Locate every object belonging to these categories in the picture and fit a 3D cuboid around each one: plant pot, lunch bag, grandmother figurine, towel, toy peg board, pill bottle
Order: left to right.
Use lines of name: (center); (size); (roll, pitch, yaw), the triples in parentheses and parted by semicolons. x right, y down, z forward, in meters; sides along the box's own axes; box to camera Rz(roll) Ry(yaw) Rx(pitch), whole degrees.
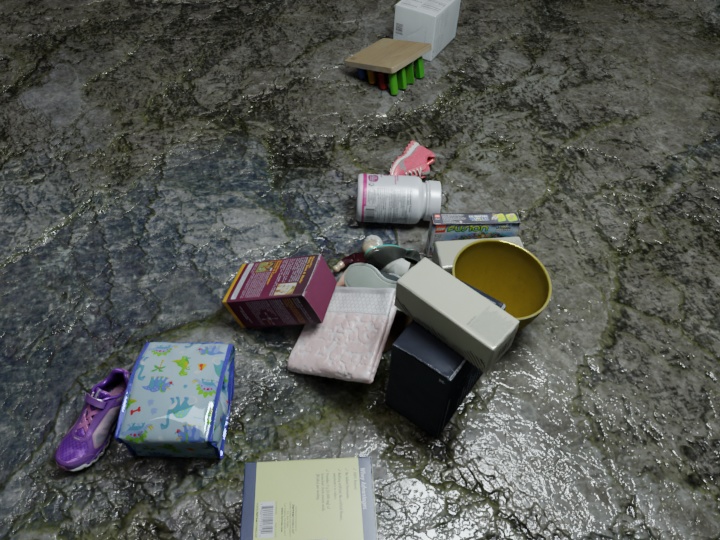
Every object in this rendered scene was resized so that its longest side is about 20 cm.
lunch bag: (-0.317, 0.221, 1.059); (0.167, 0.128, 0.202); (2, 58, -1)
towel: (-0.033, 0.116, 1.150); (0.198, 0.032, 0.193); (1, 59, 37)
grandmother figurine: (0.000, 0.000, 1.316); (0.120, 0.061, 0.201); (24, 54, 6)
toy peg board: (0.090, -0.635, 1.866); (0.198, 0.099, 0.200); (23, 49, 37)
pill bottle: (0.089, -0.170, 1.431); (0.197, 0.114, 0.114); (3, 48, -2)
plant pot: (0.269, 0.059, 1.218); (0.197, 0.143, 0.202); (4, 50, -4)

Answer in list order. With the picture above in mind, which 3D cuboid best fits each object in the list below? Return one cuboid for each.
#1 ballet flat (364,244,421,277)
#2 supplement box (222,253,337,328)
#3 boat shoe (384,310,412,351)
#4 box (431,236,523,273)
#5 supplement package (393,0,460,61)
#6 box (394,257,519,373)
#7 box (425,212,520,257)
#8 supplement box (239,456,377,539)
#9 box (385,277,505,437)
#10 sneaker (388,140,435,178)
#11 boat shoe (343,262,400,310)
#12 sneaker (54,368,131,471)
ballet flat: (0.084, -0.015, 1.275); (0.199, 0.068, 0.069); (-1, 55, -56)
supplement box: (-0.160, 0.044, 1.199); (0.198, 0.086, 0.111); (-6, 44, 28)
boat shoe: (0.059, 0.094, 1.236); (0.071, 0.073, 0.200); (19, 51, 36)
box: (0.264, -0.019, 1.328); (0.197, 0.069, 0.083); (-3, 49, -5)
supplement package: (0.220, -0.828, 1.985); (0.149, 0.153, 0.200); (25, 52, 19)
box: (0.154, 0.071, 0.987); (0.199, 0.069, 0.082); (37, 56, 27)
box: (0.253, -0.081, 1.364); (0.197, 0.111, 0.035); (-2, 48, -4)
supplement box: (-0.076, 0.407, 0.903); (0.197, 0.135, 0.202); (-1, 49, -4)
box: (0.152, 0.157, 1.091); (0.123, 0.201, 0.197); (28, 52, 22)
sneaker: (0.133, -0.263, 1.541); (0.086, 0.074, 0.201); (23, 51, 15)
boat shoe: (0.051, 0.041, 1.205); (0.199, 0.060, 0.076); (28, 95, 39)
sneaker: (-0.462, 0.251, 1.050); (0.080, 0.089, 0.201); (22, 52, 14)
